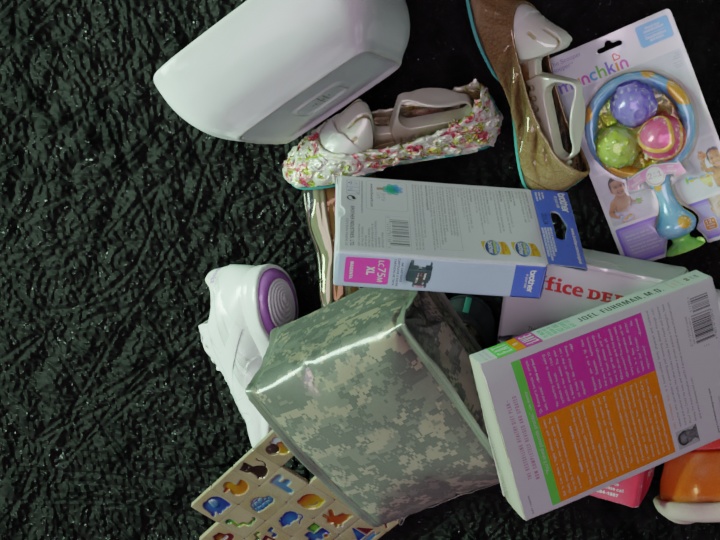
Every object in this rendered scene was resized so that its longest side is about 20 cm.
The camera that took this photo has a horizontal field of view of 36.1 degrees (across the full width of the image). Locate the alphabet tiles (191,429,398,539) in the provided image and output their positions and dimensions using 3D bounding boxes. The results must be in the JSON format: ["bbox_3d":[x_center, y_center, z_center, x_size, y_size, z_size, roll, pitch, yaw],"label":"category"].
[{"bbox_3d":[-0.058,0.230,1.066,0.167,0.008,0.200,36,118,-21],"label":"alphabet tiles"}]

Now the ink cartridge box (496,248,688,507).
[{"bbox_3d":[0.196,0.085,0.968,0.144,0.084,0.201,12,106,23],"label":"ink cartridge box"}]

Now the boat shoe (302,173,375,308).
[{"bbox_3d":[0.000,0.000,1.003,0.074,0.076,0.201,-9,102,8],"label":"boat shoe"}]

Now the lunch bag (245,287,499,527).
[{"bbox_3d":[0.032,0.118,0.940,0.164,0.118,0.200,-26,111,25],"label":"lunch bag"}]

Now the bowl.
[{"bbox_3d":[-0.049,-0.169,0.900,0.199,0.200,0.075,-32,87,15],"label":"bowl"}]

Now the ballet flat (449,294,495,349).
[{"bbox_3d":[0.090,0.123,1.019,0.073,0.073,0.201,4,104,8],"label":"ballet flat"}]

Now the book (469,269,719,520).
[{"bbox_3d":[0.196,0.095,0.867,0.199,0.048,0.134,-19,106,-10],"label":"book"}]

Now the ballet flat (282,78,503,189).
[{"bbox_3d":[0.025,-0.125,0.958,0.199,0.076,0.064,-14,139,-3],"label":"ballet flat"}]

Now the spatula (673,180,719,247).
[{"bbox_3d":[0.345,-0.004,0.972,0.056,0.021,0.200,-40,93,17],"label":"spatula"}]

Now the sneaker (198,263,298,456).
[{"bbox_3d":[-0.100,0.086,1.052,0.099,0.075,0.201,6,109,34],"label":"sneaker"}]

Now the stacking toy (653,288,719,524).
[{"bbox_3d":[0.322,0.116,0.970,0.146,0.146,0.201,-7,83,11],"label":"stacking toy"}]

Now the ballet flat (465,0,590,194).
[{"bbox_3d":[0.151,-0.161,0.935,0.072,0.068,0.201,-8,103,44],"label":"ballet flat"}]

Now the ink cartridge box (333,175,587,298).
[{"bbox_3d":[0.078,-0.028,0.906,0.199,0.120,0.042,2,125,-1],"label":"ink cartridge box"}]

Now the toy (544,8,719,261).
[{"bbox_3d":[0.243,-0.105,0.940,0.115,0.047,0.201,-20,101,25],"label":"toy"}]
